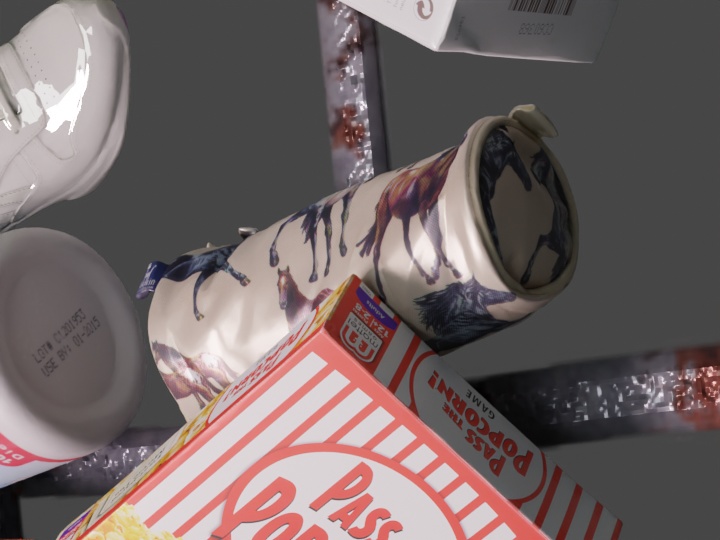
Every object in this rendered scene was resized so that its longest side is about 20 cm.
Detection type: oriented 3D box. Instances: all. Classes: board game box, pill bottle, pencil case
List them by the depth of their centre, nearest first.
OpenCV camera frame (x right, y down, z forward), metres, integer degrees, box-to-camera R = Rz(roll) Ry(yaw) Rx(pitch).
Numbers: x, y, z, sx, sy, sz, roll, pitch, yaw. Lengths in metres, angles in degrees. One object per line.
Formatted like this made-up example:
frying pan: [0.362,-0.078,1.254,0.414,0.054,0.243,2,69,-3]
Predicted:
board game box: [-0.017,0.116,1.079,0.151,0.046,0.200,42,122,-8]
pencil case: [0.000,0.000,1.090,0.200,0.078,0.089,-23,60,37]
pill bottle: [-0.203,0.058,1.239,0.200,0.109,0.109,-22,76,37]

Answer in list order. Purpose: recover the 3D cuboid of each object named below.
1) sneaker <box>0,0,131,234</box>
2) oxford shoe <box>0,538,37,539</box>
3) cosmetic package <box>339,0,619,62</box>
sneaker: [-0.180,-0.052,1.226,0.200,0.100,0.075,-46,60,29]
oxford shoe: [-0.207,0.148,1.222,0.200,0.073,0.071,10,82,11]
cosmetic package: [0.005,-0.157,1.066,0.200,0.113,0.081,32,111,33]
